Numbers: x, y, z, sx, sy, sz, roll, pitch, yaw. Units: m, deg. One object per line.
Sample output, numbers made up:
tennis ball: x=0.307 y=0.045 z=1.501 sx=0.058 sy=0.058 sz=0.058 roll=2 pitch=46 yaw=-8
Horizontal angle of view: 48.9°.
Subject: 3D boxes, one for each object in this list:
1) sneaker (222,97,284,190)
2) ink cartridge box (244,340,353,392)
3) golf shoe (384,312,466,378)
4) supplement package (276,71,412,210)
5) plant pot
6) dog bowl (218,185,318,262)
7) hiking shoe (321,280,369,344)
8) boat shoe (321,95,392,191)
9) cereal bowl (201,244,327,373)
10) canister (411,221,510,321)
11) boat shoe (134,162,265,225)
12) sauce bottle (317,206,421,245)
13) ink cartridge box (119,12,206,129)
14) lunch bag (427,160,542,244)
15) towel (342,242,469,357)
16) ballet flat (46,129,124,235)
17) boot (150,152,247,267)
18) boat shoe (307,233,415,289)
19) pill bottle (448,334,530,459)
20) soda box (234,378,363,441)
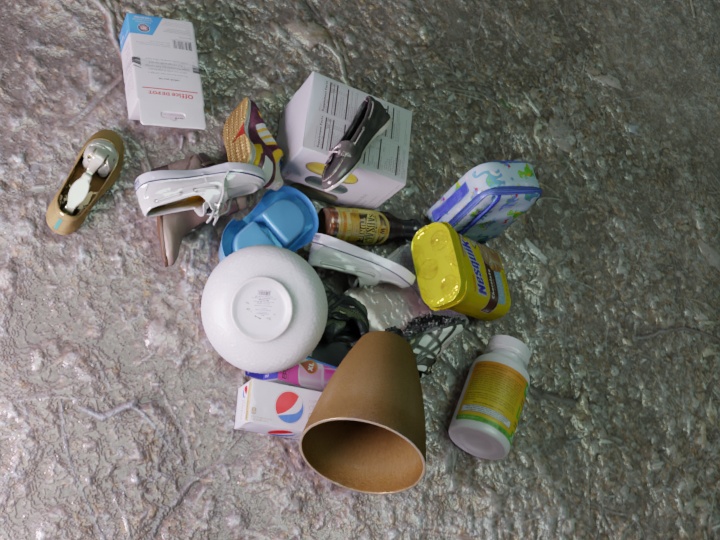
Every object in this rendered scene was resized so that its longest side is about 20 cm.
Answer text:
sneaker: x=-0.177 y=-0.210 z=1.340 sx=0.090 sy=0.075 sz=0.202 roll=30 pitch=33 yaw=-34
ink cartridge box: x=-0.086 y=0.150 z=1.291 sx=0.197 sy=0.037 sz=0.096 roll=20 pitch=63 yaw=-21
golf shoe: x=0.105 y=0.133 z=1.361 sx=0.198 sy=0.077 sz=0.096 roll=-16 pitch=104 yaw=-35
supplement package: x=-0.034 y=-0.217 z=1.393 sx=0.197 sy=0.151 sz=0.153 roll=17 pitch=65 yaw=-23
plant pot: x=0.020 y=0.197 z=1.187 sx=0.185 sy=0.186 sz=0.202 roll=32 pitch=43 yaw=-16
dog bowl: x=-0.157 y=-0.056 z=1.321 sx=0.112 sy=0.049 sz=0.200 roll=48 pitch=54 yaw=-5
hiking shoe: x=-0.064 y=0.066 z=1.286 sx=0.198 sy=0.076 sz=0.101 roll=20 pitch=21 yaw=-24
boat shoe: x=-0.018 y=-0.205 z=1.268 sx=0.057 sy=0.066 sz=0.201 roll=49 pitch=53 yaw=-19
cereal bowl: x=-0.148 y=0.059 z=1.205 sx=0.196 sy=0.083 sz=0.204 roll=0 pitch=89 yaw=-2
canister: x=0.187 y=0.008 z=1.435 sx=0.199 sy=0.086 sz=0.151 roll=18 pitch=55 yaw=-51
boat shoe: x=-0.233 y=-0.107 z=1.193 sx=0.199 sy=0.075 sz=0.087 roll=-7 pitch=67 yaw=-27
sauce bottle: x=0.019 y=-0.079 z=1.425 sx=0.197 sy=0.066 sz=0.067 roll=0 pitch=71 yaw=-29
ink cartridge box: x=-0.328 y=-0.313 z=1.310 sx=0.114 sy=0.068 sz=0.203 roll=-1 pitch=71 yaw=-30
lunch bag: x=0.227 y=-0.122 z=1.483 sx=0.159 sy=0.200 sz=0.084 roll=-3 pitch=65 yaw=-33
towel: x=0.085 y=0.073 z=1.424 sx=0.191 sy=0.032 sz=0.201 roll=-39 pitch=92 yaw=-35
ballet flat: x=-0.406 y=-0.143 z=1.199 sx=0.068 sy=0.063 sz=0.202 roll=28 pitch=59 yaw=-19
boot: x=-0.252 y=-0.102 z=1.258 sx=0.144 sy=0.070 sz=0.203 roll=-4 pitch=63 yaw=-19
boat shoe: x=0.000 y=0.000 z=1.358 sx=0.197 sy=0.073 sz=0.066 roll=22 pitch=84 yaw=-16
pill bottle: x=0.237 y=0.220 z=1.406 sx=0.110 sy=0.111 sz=0.202 roll=35 pitch=57 yaw=-14
soda box: x=-0.093 y=0.225 z=1.237 sx=0.197 sy=0.064 sz=0.069 roll=15 pitch=63 yaw=-24
